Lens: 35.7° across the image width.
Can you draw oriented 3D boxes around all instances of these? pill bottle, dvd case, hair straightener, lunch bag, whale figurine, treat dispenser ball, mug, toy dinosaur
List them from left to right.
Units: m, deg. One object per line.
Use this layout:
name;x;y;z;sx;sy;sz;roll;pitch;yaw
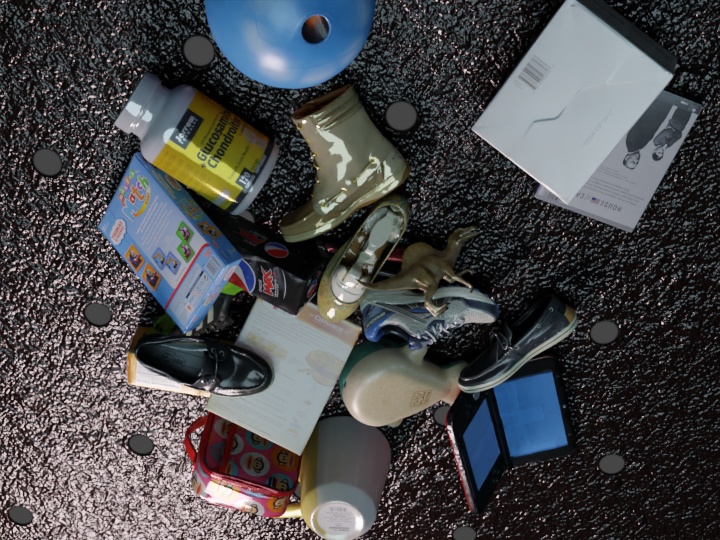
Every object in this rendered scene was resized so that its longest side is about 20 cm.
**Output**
pill bottle;-0.213;-0.168;1.448;0.199;0.112;0.112;32;118;-16
lunch bag;-0.173;0.259;1.655;0.174;0.201;0.083;17;126;-7
treat dispenser ball;-0.081;-0.314;1.299;0.198;0.202;0.203;2;122;3
mug;-0.042;0.341;1.722;0.149;0.154;0.186;41;116;-20
hair straightener;0.000;0.000;1.575;0.197;0.041;0.078;4;122;-5
whale figurine;0.061;0.155;1.650;0.198;0.104;0.161;-1;125;-25
toy dinosaur;0.086;0.012;1.521;0.102;0.199;0.058;57;155;11
dvd case;0.335;-0.159;1.468;0.149;0.025;0.201;19;121;-8

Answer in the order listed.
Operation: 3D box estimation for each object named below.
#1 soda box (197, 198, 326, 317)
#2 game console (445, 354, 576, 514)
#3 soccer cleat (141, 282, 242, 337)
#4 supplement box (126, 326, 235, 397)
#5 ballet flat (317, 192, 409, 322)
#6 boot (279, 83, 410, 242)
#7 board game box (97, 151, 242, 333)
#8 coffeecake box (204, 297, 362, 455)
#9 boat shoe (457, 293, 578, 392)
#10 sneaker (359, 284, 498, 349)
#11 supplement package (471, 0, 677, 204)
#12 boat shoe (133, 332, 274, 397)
soda box;-0.152;-0.019;1.524;0.198;0.071;0.064;27;124;11
game console;0.227;0.247;1.669;0.118;0.173;0.202;4;127;33
soccer cleat;-0.233;0.068;1.600;0.200;0.068;0.081;-45;118;6
supplement box;-0.244;0.141;1.666;0.197;0.067;0.069;12;124;-3
ballet flat;0.003;-0.015;1.515;0.070;0.071;0.201;31;96;-15
boot;-0.054;-0.139;1.478;0.199;0.073;0.156;-29;116;18
board game box;-0.259;-0.038;1.504;0.200;0.036;0.152;48;130;12
coffeecake box;-0.109;0.134;1.592;0.152;0.073;0.202;26;92;-5
boat shoe;0.216;0.103;1.606;0.199;0.075;0.062;-36;111;13
sneaker;0.096;0.073;1.577;0.197;0.086;0.077;0;154;7
supplement package;0.261;-0.217;1.367;0.155;0.111;0.201;38;117;1
boat shoe;-0.216;0.127;1.521;0.197;0.066;0.075;18;89;7
